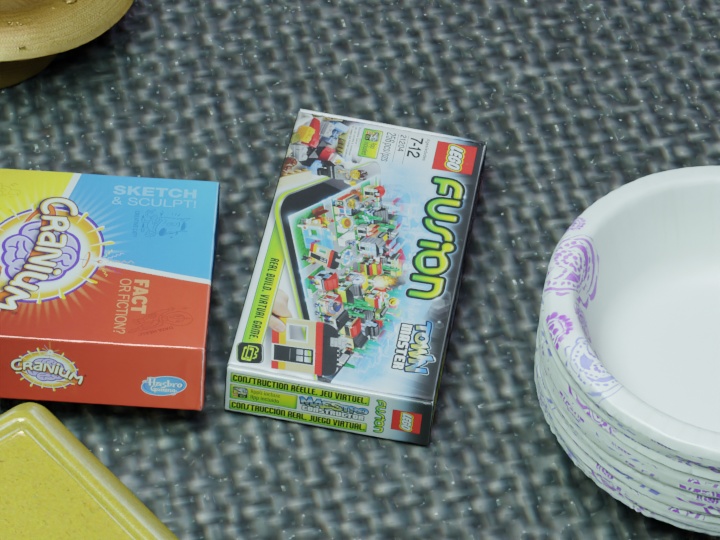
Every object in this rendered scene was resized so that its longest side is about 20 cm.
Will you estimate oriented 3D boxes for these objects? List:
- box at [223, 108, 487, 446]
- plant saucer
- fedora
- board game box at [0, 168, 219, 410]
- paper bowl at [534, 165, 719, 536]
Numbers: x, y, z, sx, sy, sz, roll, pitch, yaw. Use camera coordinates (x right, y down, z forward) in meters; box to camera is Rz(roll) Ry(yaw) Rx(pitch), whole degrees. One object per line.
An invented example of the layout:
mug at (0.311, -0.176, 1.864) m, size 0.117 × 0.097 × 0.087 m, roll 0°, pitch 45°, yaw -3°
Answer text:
box at (0.000, 0.000, 1.425) m, size 0.109 × 0.035 × 0.201 m, roll 9°, pitch 46°, yaw 4°
plant saucer at (-0.172, 0.153, 1.254) m, size 0.200 × 0.049 × 0.200 m, roll -32°, pitch 56°, yaw -29°
fedora at (-0.228, -0.161, 1.528) m, size 0.200 × 0.082 × 0.201 m, roll 7°, pitch 45°, yaw -7°
board game box at (-0.176, 0.005, 1.383) m, size 0.199 × 0.040 × 0.153 m, roll 3°, pitch 36°, yaw -3°
paper bowl at (0.186, 0.050, 1.346) m, size 0.200 × 0.105 × 0.201 m, roll 3°, pitch 46°, yaw -3°
